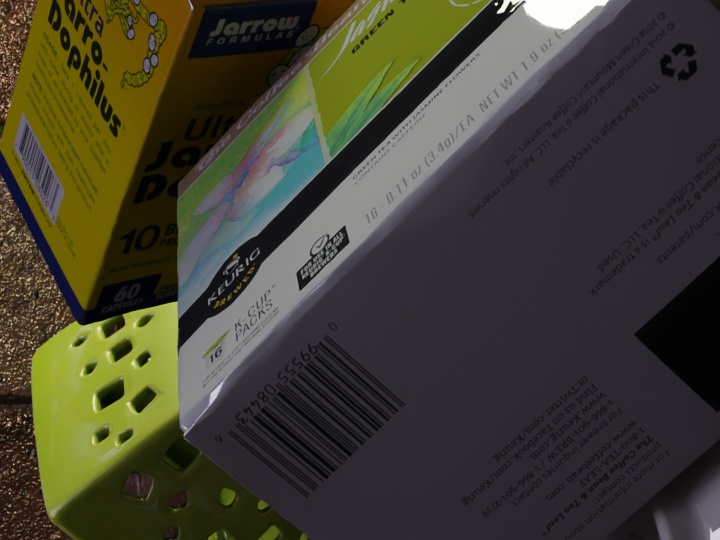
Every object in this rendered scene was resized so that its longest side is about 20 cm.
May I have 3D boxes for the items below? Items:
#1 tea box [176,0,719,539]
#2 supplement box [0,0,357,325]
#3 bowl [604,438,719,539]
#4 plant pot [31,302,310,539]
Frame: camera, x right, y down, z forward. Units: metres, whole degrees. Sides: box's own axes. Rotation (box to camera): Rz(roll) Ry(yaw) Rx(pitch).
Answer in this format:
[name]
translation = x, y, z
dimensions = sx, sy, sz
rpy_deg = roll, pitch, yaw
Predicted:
[tea box]
translation = 0.048, -0.020, 0.532
dimensions = 0.200, 0.134, 0.197
rpy_deg = -44, 22, 13
[supplement box]
translation = -0.079, -0.085, 0.694
dimensions = 0.110, 0.108, 0.201
rpy_deg = 57, 141, 26
[bowl]
translation = 0.128, 0.105, 0.523
dimensions = 0.201, 0.093, 0.203
rpy_deg = 179, 90, -74
[plant pot]
translation = -0.094, 0.109, 1.069
dimensions = 0.181, 0.199, 0.200
rpy_deg = -39, 32, 10
